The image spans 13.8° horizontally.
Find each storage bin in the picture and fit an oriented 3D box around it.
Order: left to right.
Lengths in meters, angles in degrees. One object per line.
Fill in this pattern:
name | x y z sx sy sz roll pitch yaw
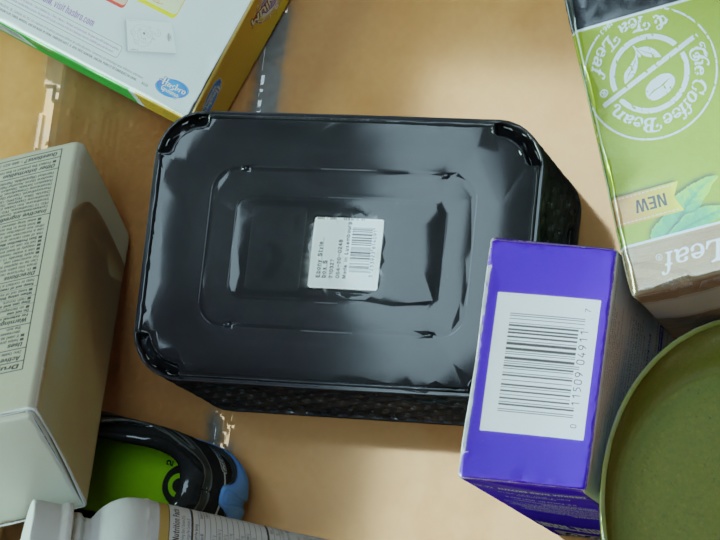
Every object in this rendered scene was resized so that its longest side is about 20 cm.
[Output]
storage bin | 0.000 0.000 1.478 0.199 0.094 0.136 3 78 18

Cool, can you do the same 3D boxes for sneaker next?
sneaker | -0.156 0.094 1.507 0.199 0.083 0.071 8 79 18

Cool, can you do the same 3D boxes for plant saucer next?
plant saucer | 0.185 0.119 1.316 0.199 0.031 0.201 9 69 -24

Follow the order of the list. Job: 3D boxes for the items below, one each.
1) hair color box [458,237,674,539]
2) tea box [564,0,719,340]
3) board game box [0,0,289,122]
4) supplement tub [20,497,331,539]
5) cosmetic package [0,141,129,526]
hair color box | 0.103 0.060 1.376 0.064 0.200 0.110 5 79 19
tea box | 0.207 -0.090 1.337 0.199 0.134 0.198 -16 75 13
board game box | -0.097 -0.191 1.578 0.153 0.040 0.201 28 86 20
supplement tub | -0.070 0.187 1.395 0.199 0.144 0.145 13 80 -8
cosmetic package | -0.182 0.034 1.482 0.105 0.071 0.201 -12 40 15
